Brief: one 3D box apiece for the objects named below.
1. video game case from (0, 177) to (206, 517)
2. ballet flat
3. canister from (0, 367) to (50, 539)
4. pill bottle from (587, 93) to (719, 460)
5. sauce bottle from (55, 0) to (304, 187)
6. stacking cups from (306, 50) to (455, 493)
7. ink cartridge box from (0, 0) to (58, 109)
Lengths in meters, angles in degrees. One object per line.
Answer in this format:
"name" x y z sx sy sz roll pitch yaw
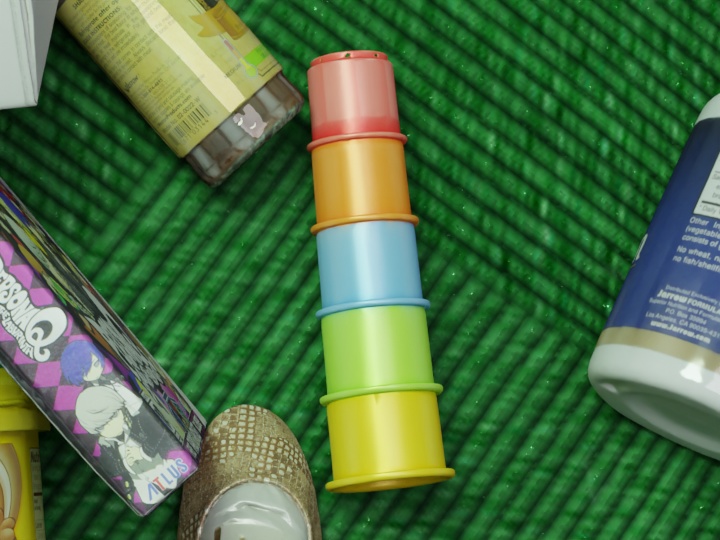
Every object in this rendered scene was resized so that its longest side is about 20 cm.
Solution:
"video game case" -0.135 0.015 1.196 0.036 0.200 0.181 -41 92 0
"ballet flat" -0.048 0.158 1.267 0.070 0.065 0.200 4 82 -14
"canister" -0.201 0.147 1.208 0.148 0.087 0.200 -6 86 6
"pill bottle" 0.193 -0.017 1.326 0.111 0.111 0.200 28 77 -9
"sauce bottle" -0.110 -0.131 1.291 0.065 0.065 0.200 -42 95 -15
"stacking cups" 0.000 0.000 1.305 0.060 0.061 0.200 -6 82 -14
"ink cartridge box" -0.231 -0.119 1.190 0.200 0.146 0.085 -7 114 1
